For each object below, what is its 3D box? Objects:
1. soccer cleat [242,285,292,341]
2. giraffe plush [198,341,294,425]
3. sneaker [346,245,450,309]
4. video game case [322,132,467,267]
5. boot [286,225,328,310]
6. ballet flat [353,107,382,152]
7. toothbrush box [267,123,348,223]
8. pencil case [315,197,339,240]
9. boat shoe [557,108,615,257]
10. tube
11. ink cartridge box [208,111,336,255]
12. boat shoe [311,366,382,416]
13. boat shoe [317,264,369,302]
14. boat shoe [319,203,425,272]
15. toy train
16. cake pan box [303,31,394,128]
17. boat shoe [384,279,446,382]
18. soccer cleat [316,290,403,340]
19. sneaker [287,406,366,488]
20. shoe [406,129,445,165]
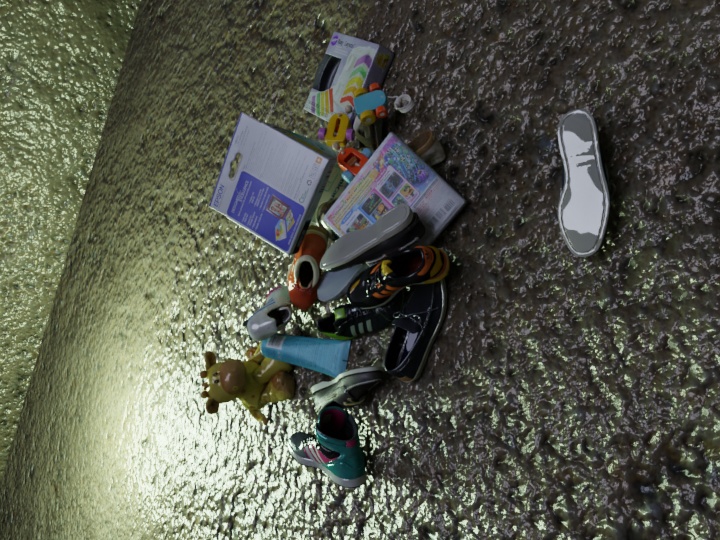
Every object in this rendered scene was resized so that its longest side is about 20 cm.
[{"bbox_3d":[-0.168,0.086,1.404,0.085,0.200,0.071,-15,109,22],"label":"soccer cleat"},{"bbox_3d":[-0.257,0.231,1.443,0.201,0.161,0.173,-55,44,24],"label":"giraffe plush"},{"bbox_3d":[0.045,0.005,1.113,0.198,0.090,0.071,-23,68,28],"label":"sneaker"},{"bbox_3d":[0.056,-0.105,1.176,0.182,0.024,0.200,45,107,13],"label":"video game case"},{"bbox_3d":[-0.113,0.020,1.343,0.108,0.074,0.202,-84,5,-50],"label":"boot"},{"bbox_3d":[0.013,-0.241,1.328,0.067,0.063,0.203,-23,62,42],"label":"ballet flat"},{"bbox_3d":[-0.126,-0.191,1.377,0.147,0.198,0.086,-56,45,21],"label":"toothbrush box"},{"bbox_3d":[0.003,-0.106,1.292,0.199,0.089,0.078,-8,45,49],"label":"pencil case"},{"bbox_3d":[0.308,-0.117,0.928,0.074,0.062,0.203,-12,78,32],"label":"boat shoe"},{"bbox_3d":[-0.110,0.164,1.351,0.198,0.050,0.079,7,89,31],"label":"tube"},{"bbox_3d":[-0.168,-0.163,1.261,0.199,0.047,0.199,31,111,17],"label":"ink cartridge box"},{"bbox_3d":[-0.021,0.223,1.234,0.201,0.071,0.061,-33,59,49],"label":"boat shoe"},{"bbox_3d":[-0.001,-0.002,1.273,0.199,0.068,0.074,-45,45,24],"label":"boat shoe"},{"bbox_3d":[0.019,-0.042,1.149,0.199,0.060,0.074,-31,36,24],"label":"boat shoe"},{"bbox_3d":[0.009,-0.254,1.266,0.149,0.056,0.201,33,77,24],"label":"toy train"},{"bbox_3d":[-0.030,-0.403,1.441,0.200,0.052,0.186,40,108,48],"label":"cake pan box"},{"bbox_3d":[0.091,0.090,1.137,0.074,0.062,0.202,22,94,52],"label":"boat shoe"},{"bbox_3d":[-0.002,0.082,1.238,0.199,0.080,0.068,-32,56,41],"label":"soccer cleat"},{"bbox_3d":[-0.068,0.303,1.229,0.199,0.083,0.123,13,110,44],"label":"sneaker"},{"bbox_3d":[0.067,-0.189,1.235,0.199,0.053,0.071,-22,44,38],"label":"shoe"}]
